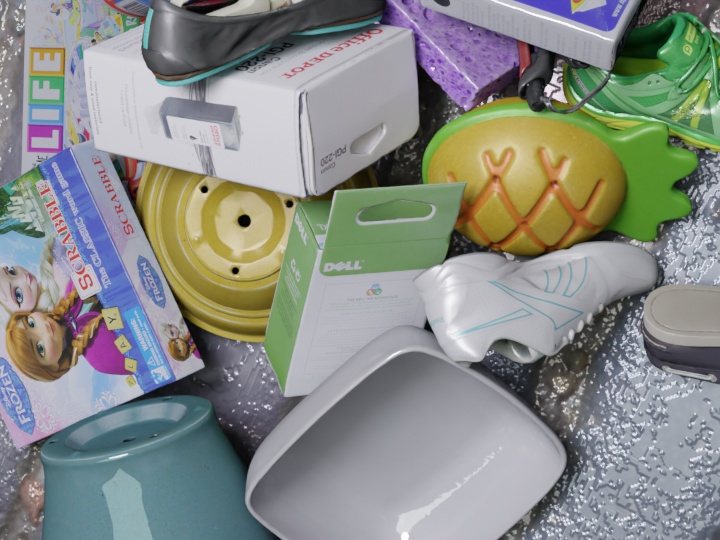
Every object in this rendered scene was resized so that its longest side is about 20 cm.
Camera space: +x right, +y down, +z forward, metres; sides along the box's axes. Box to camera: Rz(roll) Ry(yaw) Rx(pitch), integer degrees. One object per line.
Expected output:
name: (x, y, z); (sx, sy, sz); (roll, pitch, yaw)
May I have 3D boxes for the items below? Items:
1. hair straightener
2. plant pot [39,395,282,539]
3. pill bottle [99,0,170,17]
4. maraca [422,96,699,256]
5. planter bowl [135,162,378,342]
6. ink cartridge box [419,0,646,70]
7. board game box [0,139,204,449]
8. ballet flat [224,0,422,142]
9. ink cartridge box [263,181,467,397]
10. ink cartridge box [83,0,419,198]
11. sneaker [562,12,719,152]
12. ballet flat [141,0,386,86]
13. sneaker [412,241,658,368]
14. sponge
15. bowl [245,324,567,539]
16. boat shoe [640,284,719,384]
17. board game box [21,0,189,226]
hair straightener: (0.144, -0.189, 1.096); (0.077, 0.041, 0.200); (-13, 49, 20)
plant pot: (-0.154, 0.202, 1.160); (0.200, 0.200, 0.188); (-10, 101, 16)
pill bottle: (-0.116, -0.261, 1.115); (0.200, 0.112, 0.112); (-12, 90, 47)
maraca: (0.145, -0.067, 1.124); (0.200, 0.137, 0.107); (3, 49, 7)
planter bowl: (-0.085, -0.039, 1.184); (0.200, 0.083, 0.201); (0, 94, 4)
ink cartridge box: (0.125, -0.253, 1.098); (0.200, 0.043, 0.198); (24, 61, 13)
board game box: (-0.245, 0.023, 1.237); (0.199, 0.041, 0.200); (-25, 90, 35)
ballet flat: (-0.028, -0.172, 1.191); (0.200, 0.067, 0.062); (31, 91, 12)
ink cartridge box: (0.000, 0.000, 1.125); (0.104, 0.059, 0.200); (-4, 132, -21)
ink cartridge box: (-0.077, -0.129, 1.104); (0.200, 0.146, 0.085); (16, 123, 31)
sneaker: (0.242, -0.137, 1.098); (0.200, 0.084, 0.074); (8, 53, 15)
ballet flat: (-0.060, -0.182, 1.036); (0.068, 0.200, 0.069); (19, 124, 44)
sneaker: (0.133, 0.027, 1.109); (0.200, 0.070, 0.080); (-8, 73, -26)
sponge: (0.049, -0.217, 1.144); (0.200, 0.112, 0.030); (47, 142, 11)
bowl: (0.032, 0.138, 1.153); (0.200, 0.075, 0.200); (-43, 120, 16)
boat shoe: (0.306, 0.058, 1.123); (0.200, 0.073, 0.063); (9, 139, 10)
board game box: (-0.211, -0.132, 1.259); (0.134, 0.034, 0.200); (3, 94, 16)
